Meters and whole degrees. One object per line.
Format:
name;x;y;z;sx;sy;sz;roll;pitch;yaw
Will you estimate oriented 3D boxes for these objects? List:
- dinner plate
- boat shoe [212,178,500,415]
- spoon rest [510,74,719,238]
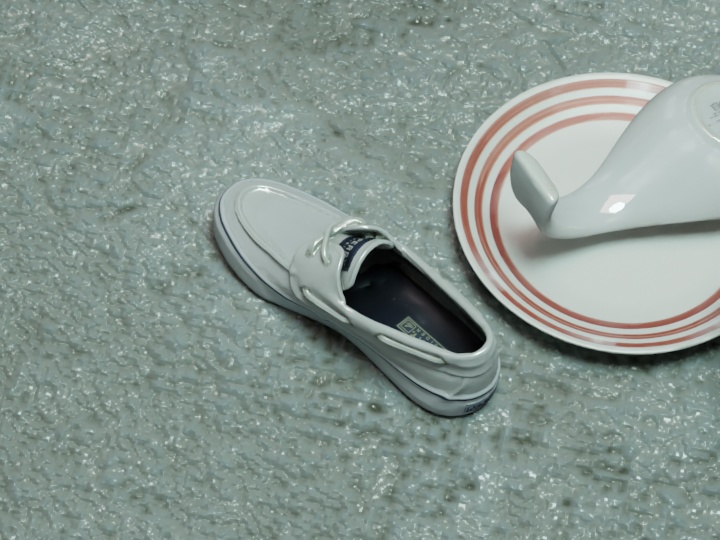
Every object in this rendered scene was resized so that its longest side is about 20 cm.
dinner plate;0.153;-0.032;1.542;0.200;0.024;0.200;2;55;-3
boat shoe;0.000;0.000;1.485;0.200;0.065;0.074;33;60;17
spoon rest;0.170;-0.062;1.525;0.200;0.061;0.099;-16;59;-29
